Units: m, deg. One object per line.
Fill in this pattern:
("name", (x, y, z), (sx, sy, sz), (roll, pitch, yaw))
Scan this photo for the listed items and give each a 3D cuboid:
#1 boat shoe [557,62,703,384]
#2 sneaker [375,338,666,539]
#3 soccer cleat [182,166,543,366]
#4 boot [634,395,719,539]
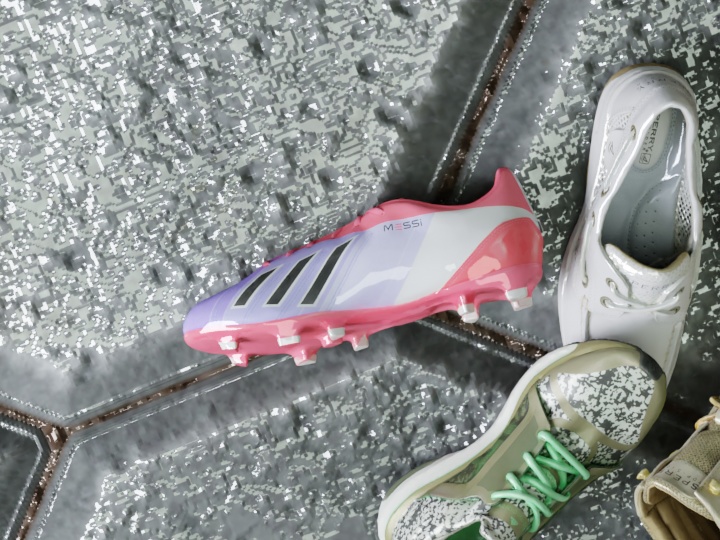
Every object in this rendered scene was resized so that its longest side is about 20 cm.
("boat shoe", (0.147, -0.006, 1.402), (0.070, 0.069, 0.202), (0, 110, -6))
("sneaker", (0.089, 0.120, 1.410), (0.077, 0.089, 0.200), (39, 114, -18))
("soccer cleat", (0.000, 0.000, 1.406), (0.198, 0.067, 0.077), (-12, 76, 5))
("boot", (0.205, 0.067, 1.393), (0.155, 0.073, 0.201), (-33, 115, -32))
